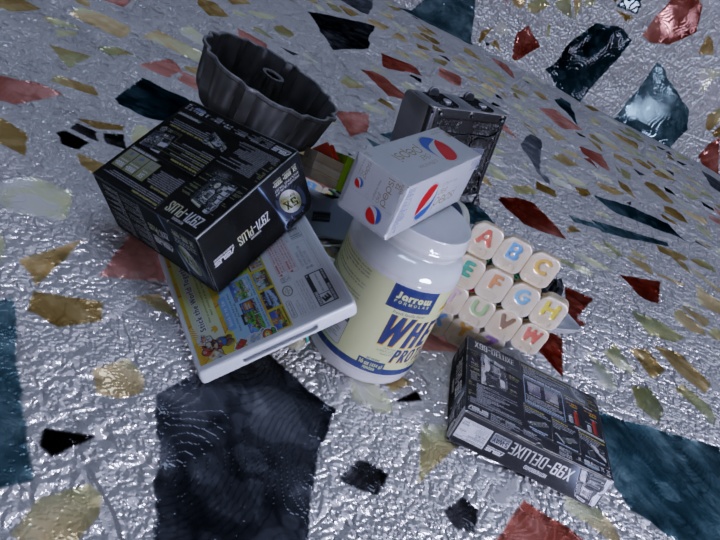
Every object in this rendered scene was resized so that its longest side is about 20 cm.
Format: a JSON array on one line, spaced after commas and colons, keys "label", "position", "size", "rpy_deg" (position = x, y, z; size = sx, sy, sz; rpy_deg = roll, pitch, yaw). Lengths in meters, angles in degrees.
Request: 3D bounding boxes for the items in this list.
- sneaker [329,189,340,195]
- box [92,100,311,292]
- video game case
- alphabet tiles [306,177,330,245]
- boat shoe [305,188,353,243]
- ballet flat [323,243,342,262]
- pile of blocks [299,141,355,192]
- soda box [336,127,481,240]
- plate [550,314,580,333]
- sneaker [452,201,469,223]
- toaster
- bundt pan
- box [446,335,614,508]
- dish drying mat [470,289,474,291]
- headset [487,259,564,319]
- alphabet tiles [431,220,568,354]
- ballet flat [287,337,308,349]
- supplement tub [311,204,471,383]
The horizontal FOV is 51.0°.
[{"label": "sneaker", "position": [0.019, -0.035, 1.102], "size": [0.200, 0.077, 0.084], "rpy_deg": [45, 64, 8]}, {"label": "box", "position": [-0.183, -0.094, 0.886], "size": [0.198, 0.087, 0.164], "rpy_deg": [28, 58, 31]}, {"label": "video game case", "position": [-0.121, 0.013, 0.850], "size": [0.178, 0.023, 0.201], "rpy_deg": [-23, 47, -10]}, {"label": "alphabet tiles", "position": [-0.091, -0.102, 1.165], "size": [0.196, 0.015, 0.197], "rpy_deg": [25, 29, -3]}, {"label": "boat shoe", "position": [-0.042, -0.075, 1.039], "size": [0.067, 0.076, 0.197], "rpy_deg": [11, -4, -44]}, {"label": "ballet flat", "position": [0.000, 0.000, 1.011], "size": [0.195, 0.070, 0.070], "rpy_deg": [11, 32, -24]}, {"label": "pile of blocks", "position": [0.007, -0.123, 1.002], "size": [0.196, 0.063, 0.082], "rpy_deg": [24, 5, -15]}, {"label": "soda box", "position": [0.058, -0.100, 0.819], "size": [0.068, 0.065, 0.199], "rpy_deg": [35, 30, 16]}, {"label": "plate", "position": [0.223, 0.036, 1.191], "size": [0.196, 0.033, 0.201], "rpy_deg": [4, 36, -35]}, {"label": "sneaker", "position": [0.103, -0.097, 1.248], "size": [0.083, 0.077, 0.200], "rpy_deg": [6, 16, -28]}, {"label": "toaster", "position": [0.158, -0.235, 1.426], "size": [0.177, 0.204, 0.119], "rpy_deg": [-1, 35, -27]}, {"label": "bundt pan", "position": [-0.131, -0.226, 0.993], "size": [0.199, 0.076, 0.203], "rpy_deg": [29, 25, -15]}, {"label": "box", "position": [0.204, 0.179, 0.928], "size": [0.196, 0.050, 0.159], "rpy_deg": [25, 29, -5]}, {"label": "dish drying mat", "position": [0.107, -0.017, 1.075], "size": [0.197, 0.018, 0.078], "rpy_deg": [26, 48, -28]}, {"label": "headset", "position": [0.238, 0.022, 1.065], "size": [0.122, 0.095, 0.199], "rpy_deg": [31, -4, 37]}, {"label": "alphabet tiles", "position": [0.161, 0.034, 0.971], "size": [0.196, 0.198, 0.015], "rpy_deg": [26, 39, -2]}, {"label": "ballet flat", "position": [-0.126, 0.031, 0.894], "size": [0.061, 0.069, 0.201], "rpy_deg": [-21, 45, -18]}, {"label": "supplement tub", "position": [0.034, 0.014, 0.891], "size": [0.142, 0.203, 0.146], "rpy_deg": [19, 29, -12]}]
